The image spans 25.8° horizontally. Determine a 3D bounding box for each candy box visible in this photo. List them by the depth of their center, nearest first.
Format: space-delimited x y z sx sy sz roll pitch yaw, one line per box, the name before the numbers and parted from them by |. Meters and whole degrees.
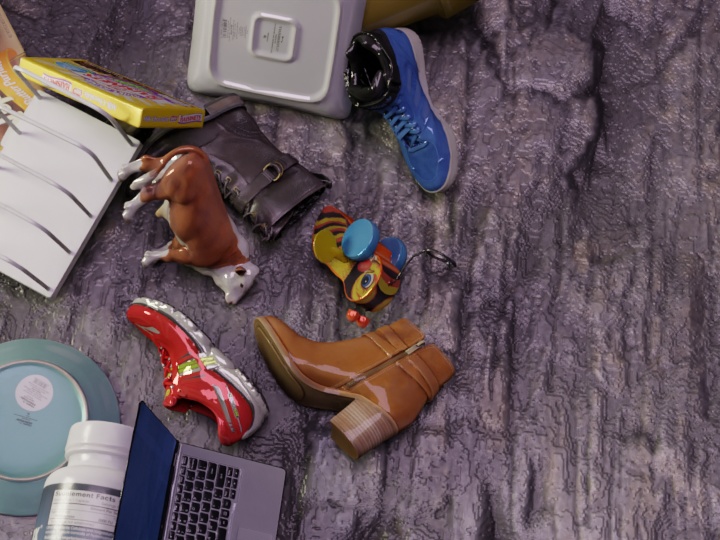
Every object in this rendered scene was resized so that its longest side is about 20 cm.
candy box | -0.276 -0.197 1.741 0.199 0.027 0.102 24 20 32
candy box | -0.431 -0.205 1.828 0.115 0.055 0.201 -25 71 -13

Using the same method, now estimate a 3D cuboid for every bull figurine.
bull figurine | -0.188 -0.048 1.732 0.121 0.201 0.065 -12 30 6

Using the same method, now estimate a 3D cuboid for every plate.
plate | -0.359 0.163 1.689 0.199 0.026 0.201 1 67 -2
plate | -0.098 -0.273 1.810 0.199 0.201 0.032 11 33 1

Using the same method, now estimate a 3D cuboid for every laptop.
laptop | -0.160 0.256 1.580 0.199 0.116 0.188 17 65 -19

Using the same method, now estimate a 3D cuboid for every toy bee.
toy bee | 0.000 0.000 1.721 0.131 0.200 0.109 31 86 -21

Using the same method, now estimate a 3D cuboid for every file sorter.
file sorter | -0.354 -0.099 1.693 0.138 0.125 0.201 27 80 11

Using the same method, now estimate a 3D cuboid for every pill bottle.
pill bottle | -0.271 0.263 1.600 0.119 0.120 0.201 8 66 0

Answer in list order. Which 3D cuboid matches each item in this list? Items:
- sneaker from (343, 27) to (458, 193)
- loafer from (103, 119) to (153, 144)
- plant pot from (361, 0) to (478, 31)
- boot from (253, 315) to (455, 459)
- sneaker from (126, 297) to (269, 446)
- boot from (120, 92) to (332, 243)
sneaker | 0.040 -0.181 1.798 0.111 0.076 0.201 -10 84 -49
loafer | -0.303 -0.137 1.796 0.067 0.076 0.200 35 69 5
plant pot | 0.026 -0.366 1.864 0.188 0.201 0.201 -32 71 1
boot | -0.008 0.094 1.723 0.154 0.074 0.200 -38 77 -23
sneaker | -0.189 0.109 1.698 0.200 0.077 0.085 42 75 14
boot | -0.153 -0.098 1.793 0.200 0.069 0.174 -37 75 -17
